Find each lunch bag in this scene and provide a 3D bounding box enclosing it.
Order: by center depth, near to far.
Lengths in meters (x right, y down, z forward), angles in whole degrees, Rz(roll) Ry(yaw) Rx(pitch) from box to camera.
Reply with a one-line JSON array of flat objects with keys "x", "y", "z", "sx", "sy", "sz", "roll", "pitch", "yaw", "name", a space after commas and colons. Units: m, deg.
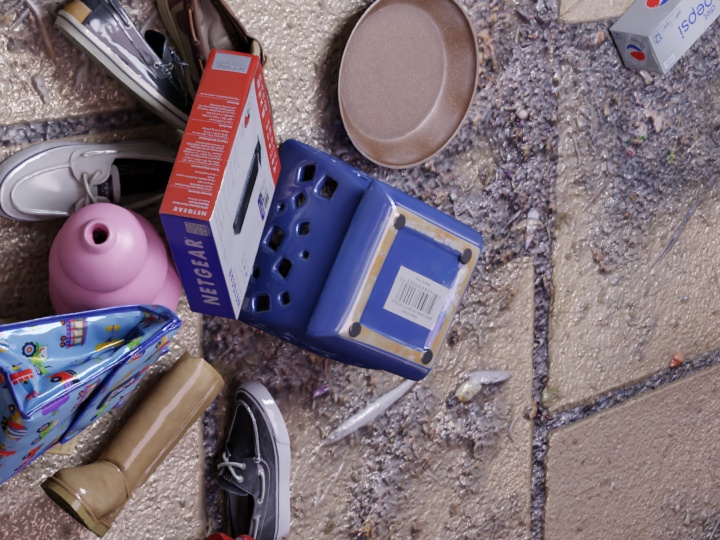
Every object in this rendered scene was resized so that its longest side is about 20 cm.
[{"x": -0.258, "y": 0.095, "z": 1.383, "sx": 0.200, "sy": 0.094, "sz": 0.151, "roll": -22, "pitch": 160, "yaw": -40, "name": "lunch bag"}]

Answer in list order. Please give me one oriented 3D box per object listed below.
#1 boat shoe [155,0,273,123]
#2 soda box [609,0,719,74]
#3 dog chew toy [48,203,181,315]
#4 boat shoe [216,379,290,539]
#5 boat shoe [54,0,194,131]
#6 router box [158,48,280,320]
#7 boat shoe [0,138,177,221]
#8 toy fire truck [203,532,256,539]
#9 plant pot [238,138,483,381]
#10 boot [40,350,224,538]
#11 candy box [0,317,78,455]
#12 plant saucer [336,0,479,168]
[{"x": -0.129, "y": -0.202, "z": 1.512, "sx": 0.072, "sy": 0.072, "sz": 0.200, "roll": -39, "pitch": 126, "yaw": -23, "name": "boat shoe"}, {"x": 0.400, "y": -0.333, "z": 1.918, "sx": 0.200, "sy": 0.068, "sz": 0.063, "roll": -47, "pitch": 128, "yaw": -19, "name": "soda box"}, {"x": -0.229, "y": -0.003, "z": 1.418, "sx": 0.125, "sy": 0.124, "sz": 0.200, "roll": -50, "pitch": 171, "yaw": -15, "name": "dog chew toy"}, {"x": -0.121, "y": 0.214, "z": 1.668, "sx": 0.068, "sy": 0.072, "sz": 0.200, "roll": -23, "pitch": 125, "yaw": -35, "name": "boat shoe"}, {"x": -0.198, "y": -0.192, "z": 1.458, "sx": 0.062, "sy": 0.075, "sz": 0.200, "roll": -52, "pitch": 126, "yaw": -7, "name": "boat shoe"}, {"x": -0.128, "y": -0.077, "z": 1.466, "sx": 0.200, "sy": 0.049, "sz": 0.180, "roll": 84, "pitch": 18, "yaw": -63, "name": "router box"}, {"x": -0.248, "y": -0.081, "z": 1.457, "sx": 0.200, "sy": 0.066, "sz": 0.072, "roll": -8, "pitch": 110, "yaw": -39, "name": "boat shoe"}, {"x": -0.156, "y": 0.380, "z": 1.619, "sx": 0.168, "sy": 0.200, "sz": 0.112, "roll": -37, "pitch": 123, "yaw": 27, "name": "toy fire truck"}, {"x": 0.000, "y": 0.000, "z": 1.619, "sx": 0.200, "sy": 0.180, "sz": 0.200, "roll": 25, "pitch": 87, "yaw": -42, "name": "plant pot"}, {"x": -0.221, "y": 0.161, "z": 1.530, "sx": 0.200, "sy": 0.066, "sz": 0.175, "roll": -51, "pitch": 173, "yaw": -13, "name": "boot"}, {"x": -0.347, "y": 0.103, "z": 1.443, "sx": 0.200, "sy": 0.055, "sz": 0.116, "roll": 11, "pitch": 99, "yaw": -42, "name": "candy box"}, {"x": 0.045, "y": -0.211, "z": 1.681, "sx": 0.200, "sy": 0.037, "sz": 0.201, "roll": -14, "pitch": 113, "yaw": -36, "name": "plant saucer"}]
